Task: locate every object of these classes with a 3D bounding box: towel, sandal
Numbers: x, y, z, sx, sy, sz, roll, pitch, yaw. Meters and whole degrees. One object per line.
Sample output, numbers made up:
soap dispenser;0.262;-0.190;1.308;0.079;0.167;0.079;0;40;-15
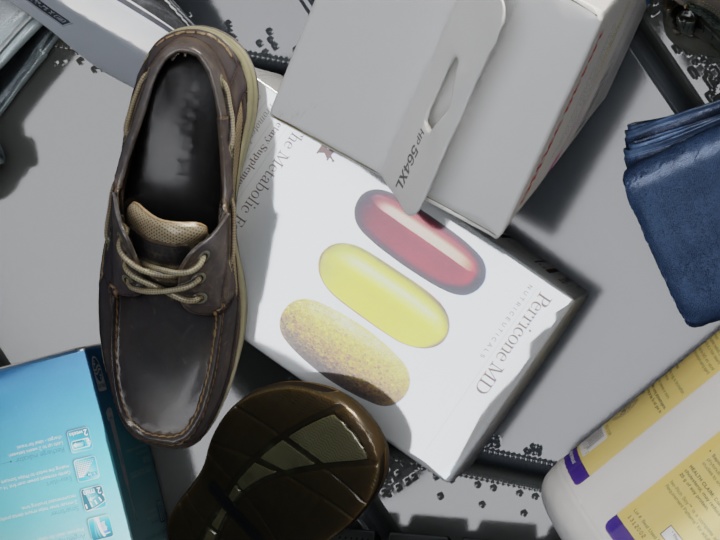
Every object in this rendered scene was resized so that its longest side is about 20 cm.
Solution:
towel;0.233;-0.049;1.325;0.199;0.049;0.112;-20;117;8
sandal;-0.036;0.106;1.335;0.055;0.200;0.082;-36;78;-34

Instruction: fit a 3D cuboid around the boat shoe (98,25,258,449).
boat shoe;-0.092;-0.016;1.264;0.074;0.073;0.201;3;92;10

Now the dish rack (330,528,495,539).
dish rack;0.036;0.219;1.319;0.153;0.055;0.201;3;58;10

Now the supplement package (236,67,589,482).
supplement package;0.000;0.000;1.342;0.200;0.110;0.114;34;96;7

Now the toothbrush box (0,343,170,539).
toothbrush box;-0.174;0.150;1.384;0.146;0.085;0.201;-15;88;9

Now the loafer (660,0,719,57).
loafer;0.174;-0.116;1.270;0.063;0.200;0.072;-42;72;18

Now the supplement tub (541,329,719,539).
supplement tub;0.203;0.096;1.295;0.200;0.145;0.146;-39;85;7

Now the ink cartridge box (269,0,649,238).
ink cartridge box;0.056;-0.121;1.269;0.125;0.200;0.129;28;122;8

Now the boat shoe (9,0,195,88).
boat shoe;-0.131;-0.149;1.354;0.200;0.072;0.068;34;74;-25

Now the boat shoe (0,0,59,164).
boat shoe;-0.215;-0.075;1.395;0.071;0.070;0.201;33;93;10
